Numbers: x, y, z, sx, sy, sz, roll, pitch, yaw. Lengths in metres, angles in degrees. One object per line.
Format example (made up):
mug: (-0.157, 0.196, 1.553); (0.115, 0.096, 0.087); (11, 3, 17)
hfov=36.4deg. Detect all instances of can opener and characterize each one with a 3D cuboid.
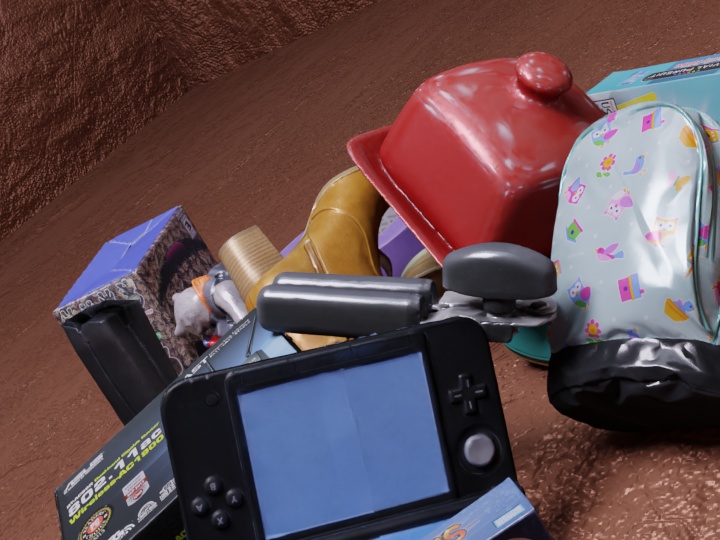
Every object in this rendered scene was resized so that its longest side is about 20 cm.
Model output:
can opener: (0.030, 0.014, 0.703); (0.199, 0.067, 0.053); (-1, 16, 20)

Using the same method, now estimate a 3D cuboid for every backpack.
backpack: (0.197, -0.005, 0.702); (0.166, 0.126, 0.201); (-7, 65, 43)

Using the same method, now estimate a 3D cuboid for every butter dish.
butter dish: (0.122, -0.101, 0.852); (0.199, 0.148, 0.200); (-17, 52, -31)

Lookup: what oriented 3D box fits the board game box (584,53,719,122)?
board game box: (0.278, -0.086, 0.831); (0.047, 0.152, 0.200); (-36, 19, -27)

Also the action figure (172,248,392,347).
action figure: (-0.078, 0.018, 0.997); (0.192, 0.105, 0.200); (-14, 3, -8)

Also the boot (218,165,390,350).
boot: (0.000, 0.000, 0.883); (0.201, 0.144, 0.071); (-29, -26, -24)

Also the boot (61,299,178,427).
boot: (-0.206, 0.124, 0.969); (0.164, 0.201, 0.066); (-16, 24, 38)

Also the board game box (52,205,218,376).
board game box: (-0.184, 0.066, 1.079); (0.096, 0.201, 0.160); (-24, 21, 17)

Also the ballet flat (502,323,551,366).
ballet flat: (0.197, 0.033, 0.828); (0.199, 0.069, 0.063); (-11, 0, 40)

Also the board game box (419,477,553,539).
board game box: (0.024, 0.208, 0.517); (0.199, 0.136, 0.034); (-34, 20, -4)

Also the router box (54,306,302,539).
router box: (-0.104, 0.127, 0.720); (0.200, 0.062, 0.150); (-42, 22, -6)

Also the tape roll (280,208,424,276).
tape roll: (0.005, -0.005, 1.150); (0.199, 0.085, 0.200); (-28, 19, 11)

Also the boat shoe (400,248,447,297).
boat shoe: (0.122, 0.001, 0.993); (0.199, 0.072, 0.076); (-22, 34, 27)

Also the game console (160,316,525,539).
game console: (0.004, 0.126, 0.594); (0.199, 0.173, 0.119); (-12, 0, -12)
